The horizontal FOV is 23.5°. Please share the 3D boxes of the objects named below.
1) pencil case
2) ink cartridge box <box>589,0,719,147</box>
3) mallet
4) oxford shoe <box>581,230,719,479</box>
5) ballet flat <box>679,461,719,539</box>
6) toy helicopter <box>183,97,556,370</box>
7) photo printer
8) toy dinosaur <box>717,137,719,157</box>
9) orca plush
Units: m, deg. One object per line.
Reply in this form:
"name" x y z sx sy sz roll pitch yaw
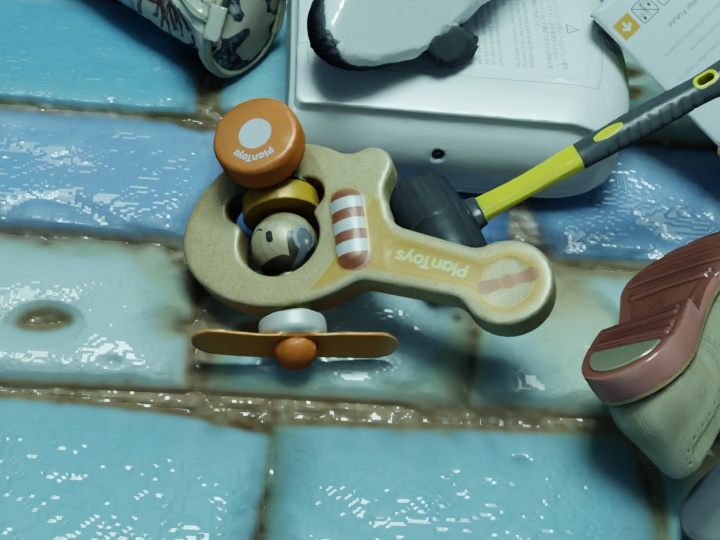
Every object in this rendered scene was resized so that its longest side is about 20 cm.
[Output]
"pencil case" -0.131 -0.194 1.052 0.200 0.078 0.089 36 33 25
"ink cartridge box" 0.267 -0.140 0.963 0.200 0.198 0.047 45 14 -3
"mallet" 0.113 -0.049 0.920 0.199 0.041 0.066 -23 55 6
"oxford shoe" 0.174 0.036 0.890 0.200 0.070 0.075 -41 106 -49
"ballet flat" 0.242 0.082 0.836 0.199 0.073 0.073 -14 48 -20
"toy helicopter" 0.000 0.000 0.874 0.199 0.079 0.133 14 66 22
"photo printer" 0.056 -0.118 1.009 0.199 0.070 0.167 3 45 -6
"toy dinosaur" 0.252 -0.001 0.899 0.101 0.058 0.200 6 39 -48
"orca plush" 0.031 -0.180 0.966 0.071 0.105 0.200 5 57 54
